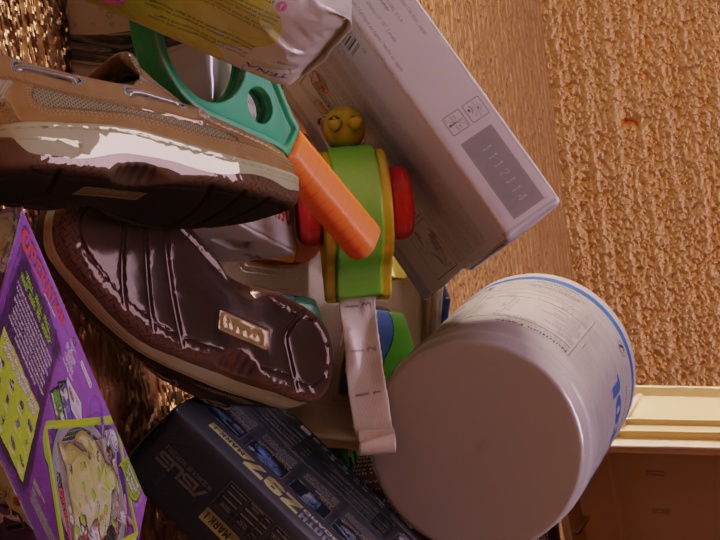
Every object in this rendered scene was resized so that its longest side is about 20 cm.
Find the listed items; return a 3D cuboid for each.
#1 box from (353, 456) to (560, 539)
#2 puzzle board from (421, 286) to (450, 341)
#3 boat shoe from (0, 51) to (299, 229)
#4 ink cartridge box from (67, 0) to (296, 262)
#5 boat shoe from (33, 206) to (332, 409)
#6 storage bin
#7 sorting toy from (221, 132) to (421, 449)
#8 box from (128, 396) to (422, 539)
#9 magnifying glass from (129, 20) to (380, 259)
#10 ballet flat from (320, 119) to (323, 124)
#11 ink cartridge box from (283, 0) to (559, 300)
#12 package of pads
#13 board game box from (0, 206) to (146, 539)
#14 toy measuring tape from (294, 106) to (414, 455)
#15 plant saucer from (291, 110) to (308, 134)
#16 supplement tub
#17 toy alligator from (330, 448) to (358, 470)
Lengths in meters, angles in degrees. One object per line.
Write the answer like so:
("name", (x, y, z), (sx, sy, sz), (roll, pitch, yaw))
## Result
("box", (0.045, 0.211, 1.496), (0.200, 0.164, 0.166), (-59, 139, -72))
("puzzle board", (0.042, -0.051, 1.504), (0.200, 0.017, 0.151), (-108, -160, -65))
("boat shoe", (-0.105, -0.067, 1.045), (0.200, 0.072, 0.076), (10, 64, -51))
("ink cartridge box", (-0.097, -0.111, 1.210), (0.146, 0.086, 0.200), (32, 54, -75))
("boat shoe", (-0.103, 0.025, 1.137), (0.202, 0.075, 0.075), (37, 52, -41))
("storage bin", (0.226, 0.186, 1.510), (0.094, 0.198, 0.200), (-46, 129, -54))
("sorting toy", (-0.019, 0.010, 1.378), (0.185, 0.036, 0.200), (9, 74, -47))
("box", (-0.026, 0.147, 1.212), (0.200, 0.051, 0.158), (43, 10, 4))
("magnifying glass", (-0.050, -0.078, 1.139), (0.200, 0.022, 0.080), (51, 44, -35))
("ballet flat", (-0.003, -0.119, 1.381), (0.072, 0.200, 0.072), (-43, 155, -26))
("ink cartridge box", (0.019, -0.090, 1.298), (0.200, 0.045, 0.176), (55, -17, 2))
("package of pads", (-0.095, -0.189, 1.063), (0.200, 0.068, 0.155), (22, 49, -26))
("board game box", (-0.144, 0.084, 1.013), (0.120, 0.032, 0.200), (-79, 159, -46))
("toy measuring tape", (0.000, 0.000, 1.243), (0.074, 0.073, 0.200), (46, 36, -70))
("plant saucer", (-0.026, -0.095, 1.502), (0.200, 0.037, 0.200), (53, 19, -28))
("supplement tub", (0.091, 0.082, 1.349), (0.200, 0.132, 0.132), (-38, 120, -70))
("toy alligator", (-0.015, 0.100, 1.511), (0.200, 0.059, 0.054), (-65, 136, -68))
